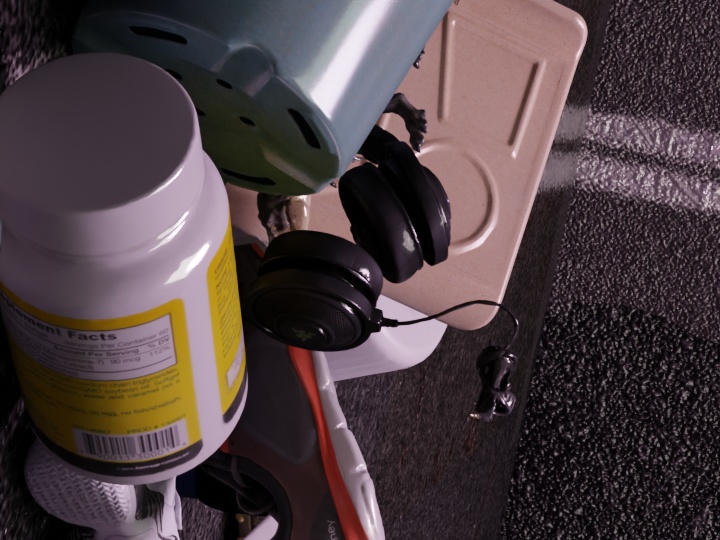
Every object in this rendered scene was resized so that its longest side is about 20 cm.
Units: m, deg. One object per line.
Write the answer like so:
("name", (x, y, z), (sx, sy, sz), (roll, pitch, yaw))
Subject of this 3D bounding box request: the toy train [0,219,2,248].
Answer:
("toy train", (-0.184, 0.065, 0.863), (0.114, 0.085, 0.201), (-74, 172, -65))

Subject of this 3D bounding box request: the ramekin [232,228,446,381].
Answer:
("ramekin", (-0.015, -0.027, 1.339), (0.200, 0.097, 0.202), (-6, 90, -66))

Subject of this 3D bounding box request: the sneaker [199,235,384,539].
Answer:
("sneaker", (-0.053, 0.070, 1.153), (0.077, 0.082, 0.201), (75, -6, -58))

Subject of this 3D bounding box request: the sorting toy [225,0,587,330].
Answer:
("sorting toy", (0.020, -0.089, 1.251), (0.201, 0.184, 0.036), (-70, -165, -15))

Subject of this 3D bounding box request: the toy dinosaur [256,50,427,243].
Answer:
("toy dinosaur", (-0.008, -0.105, 1.198), (0.047, 0.088, 0.201), (124, -29, -74))

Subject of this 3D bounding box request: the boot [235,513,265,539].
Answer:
("boot", (-0.068, 0.238, 1.584), (0.200, 0.072, 0.156), (-65, 164, -50))

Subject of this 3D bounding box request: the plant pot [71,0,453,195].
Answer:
("plant pot", (-0.034, -0.157, 1.087), (0.200, 0.199, 0.197), (80, 33, -62))

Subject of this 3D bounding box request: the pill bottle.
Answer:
("pill bottle", (-0.114, 0.001, 1.026), (0.200, 0.114, 0.115), (88, 19, -51))

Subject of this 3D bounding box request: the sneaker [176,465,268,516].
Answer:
("sneaker", (-0.079, 0.083, 1.360), (0.200, 0.078, 0.070), (88, 19, -52))

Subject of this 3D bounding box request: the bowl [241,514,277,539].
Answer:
("bowl", (-0.078, 0.240, 1.350), (0.200, 0.075, 0.200), (-55, 171, 25))

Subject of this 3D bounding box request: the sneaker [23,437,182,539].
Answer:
("sneaker", (-0.120, 0.106, 1.200), (0.200, 0.075, 0.115), (78, 30, -58))

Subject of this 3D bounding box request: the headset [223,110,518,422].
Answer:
("headset", (0.000, 0.000, 1.124), (0.124, 0.200, 0.094), (-45, 154, -21))
